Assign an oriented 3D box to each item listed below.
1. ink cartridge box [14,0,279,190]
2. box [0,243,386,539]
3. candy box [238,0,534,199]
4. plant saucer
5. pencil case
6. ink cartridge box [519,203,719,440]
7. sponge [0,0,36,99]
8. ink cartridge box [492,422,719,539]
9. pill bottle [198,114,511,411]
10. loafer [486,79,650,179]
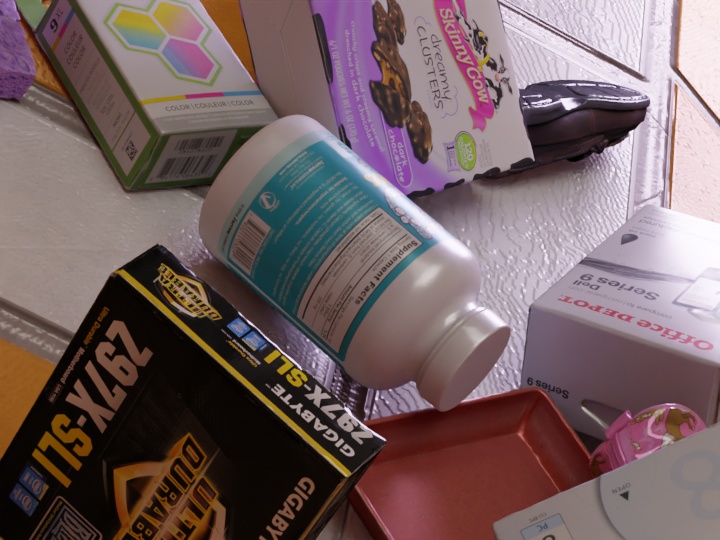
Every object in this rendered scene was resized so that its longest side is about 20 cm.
[{"bbox_3d":[-0.151,-0.148,1.560,0.103,0.059,0.200,-7,53,-42],"label":"ink cartridge box"},{"bbox_3d":[-0.100,0.109,1.198,0.160,0.200,0.049,42,36,9],"label":"box"},{"bbox_3d":[0.021,-0.134,1.602,0.199,0.071,0.169,-19,97,-47],"label":"candy box"},{"bbox_3d":[0.090,0.171,1.414,0.199,0.037,0.200,-9,55,-42],"label":"plant saucer"},{"bbox_3d":[0.207,0.178,1.401,0.082,0.087,0.201,-15,52,-8],"label":"pencil case"},{"bbox_3d":[0.217,0.042,1.571,0.145,0.085,0.200,17,30,25],"label":"ink cartridge box"},{"bbox_3d":[-0.314,-0.167,1.480,0.199,0.030,0.112,4,46,-35],"label":"sponge"},{"bbox_3d":[0.184,0.197,1.303,0.159,0.047,0.200,-23,48,-4],"label":"ink cartridge box"},{"bbox_3d":[0.000,0.000,1.456,0.200,0.111,0.111,41,37,17],"label":"pill bottle"},{"bbox_3d":[0.150,-0.109,1.764,0.072,0.063,0.199,22,19,36],"label":"loafer"}]
